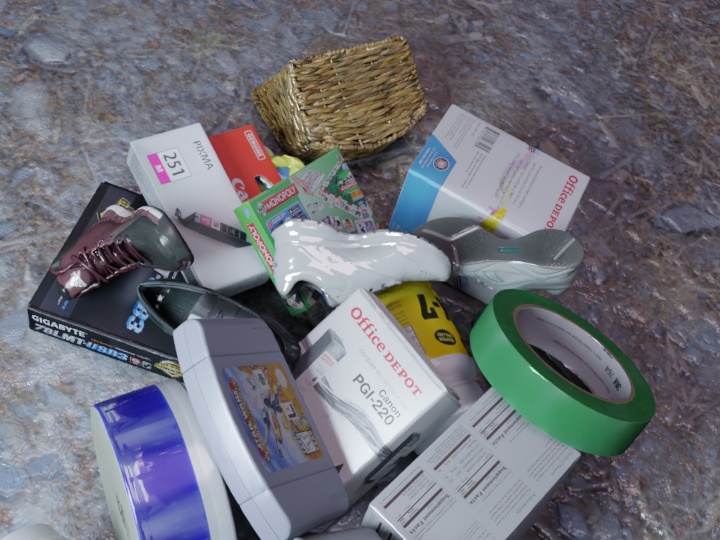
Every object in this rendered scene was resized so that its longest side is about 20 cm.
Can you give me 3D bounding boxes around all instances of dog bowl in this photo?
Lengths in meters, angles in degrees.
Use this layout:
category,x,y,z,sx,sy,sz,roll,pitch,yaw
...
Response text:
category,x,y,z,sx,sy,sz,roll,pitch,yaw
dog bowl,-0.176,0.205,0.851,0.078,0.201,0.202,-14,57,-23

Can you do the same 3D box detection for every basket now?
category,x,y,z,sx,sy,sz,roll,pitch,yaw
basket,-0.026,-0.220,1.321,0.198,0.148,0.145,-19,92,-28

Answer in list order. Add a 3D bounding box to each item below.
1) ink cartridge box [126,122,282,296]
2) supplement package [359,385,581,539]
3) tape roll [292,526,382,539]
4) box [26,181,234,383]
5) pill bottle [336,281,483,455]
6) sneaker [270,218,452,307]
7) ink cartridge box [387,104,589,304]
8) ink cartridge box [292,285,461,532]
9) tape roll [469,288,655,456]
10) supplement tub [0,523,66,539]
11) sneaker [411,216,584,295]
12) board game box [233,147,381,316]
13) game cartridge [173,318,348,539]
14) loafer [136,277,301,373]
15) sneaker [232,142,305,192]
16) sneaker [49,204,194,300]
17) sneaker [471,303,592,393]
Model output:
category,x,y,z,sx,sy,sz,roll,pitch,yaw
ink cartridge box,-0.150,-0.078,1.102,0.172,0.044,0.202,-22,74,-30
supplement package,0.095,0.239,0.929,0.111,0.157,0.199,40,53,20
tape roll,-0.011,0.323,0.804,0.065,0.202,0.203,-3,53,-19
box,-0.242,0.011,1.087,0.195,0.050,0.202,19,51,1
pill bottle,0.059,0.094,1.062,0.113,0.115,0.202,-13,57,-24
sneaker,0.000,0.000,1.023,0.196,0.075,0.089,5,77,1
ink cartridge box,0.155,-0.072,1.199,0.198,0.147,0.147,29,50,7
ink cartridge box,-0.019,0.139,0.961,0.199,0.085,0.146,-41,67,0
tape roll,0.207,0.101,0.986,0.198,0.049,0.201,26,24,-13
supplement tub,-0.242,0.324,0.783,0.199,0.133,0.131,41,53,18
sneaker,0.149,-0.006,1.085,0.197,0.081,0.071,9,55,10
board game box,-0.051,-0.051,1.119,0.136,0.029,0.200,60,37,-7
game cartridge,-0.087,0.133,0.832,0.202,0.041,0.133,63,16,14
loafer,-0.147,0.058,0.959,0.198,0.070,0.069,21,83,33
sneaker,-0.111,-0.093,1.187,0.196,0.076,0.106,8,51,-10
sneaker,-0.251,-0.006,0.980,0.115,0.199,0.076,-41,113,-23
sneaker,0.203,0.118,1.119,0.090,0.076,0.201,-32,73,-4
